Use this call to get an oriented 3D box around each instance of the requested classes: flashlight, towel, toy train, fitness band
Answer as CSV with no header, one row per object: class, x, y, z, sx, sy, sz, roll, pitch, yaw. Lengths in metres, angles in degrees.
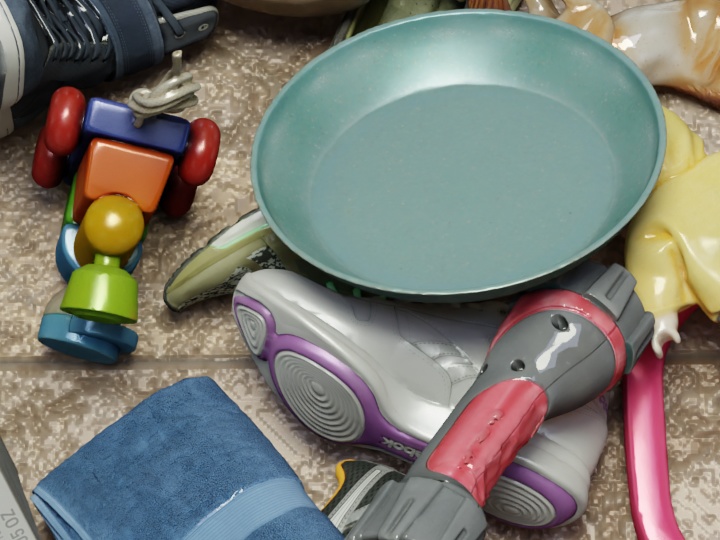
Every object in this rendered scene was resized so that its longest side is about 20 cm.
flashlight,0.066,0.073,1.212,0.068,0.068,0.200,21,45,18
towel,-0.071,0.134,1.245,0.112,0.049,0.200,-39,43,-3
toy train,-0.117,-0.026,1.283,0.084,0.200,0.116,12,77,-9
fitness band,0.202,0.081,1.310,0.143,0.037,0.201,-3,68,5

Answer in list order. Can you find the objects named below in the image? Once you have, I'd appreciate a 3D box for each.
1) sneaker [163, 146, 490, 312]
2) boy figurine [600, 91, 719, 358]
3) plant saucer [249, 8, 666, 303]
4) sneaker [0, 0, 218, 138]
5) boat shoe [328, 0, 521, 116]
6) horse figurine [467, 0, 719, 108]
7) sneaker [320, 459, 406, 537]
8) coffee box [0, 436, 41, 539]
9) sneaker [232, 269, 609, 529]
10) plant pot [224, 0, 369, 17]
sneaker,0.000,0.000,1.338,0.199,0.077,0.089,-17,85,1
boy figurine,0.177,-0.008,1.296,0.124,0.064,0.200,-40,66,-13
plant saucer,0.048,-0.049,1.278,0.199,0.036,0.200,-5,44,5
sneaker,-0.141,-0.133,1.326,0.146,0.202,0.077,-28,89,-11
boat shoe,0.040,-0.148,1.389,0.072,0.066,0.201,27,72,13
horse figurine,0.140,-0.135,1.377,0.199,0.050,0.133,-5,90,-12
sneaker,-0.031,0.174,1.271,0.077,0.078,0.200,34,71,29
coffee box,-0.274,0.081,1.206,0.197,0.200,0.200,-26,107,-6
sneaker,0.031,0.048,1.309,0.200,0.075,0.100,30,56,-3
plant pot,-0.028,-0.228,1.350,0.200,0.200,0.175,7,67,6
